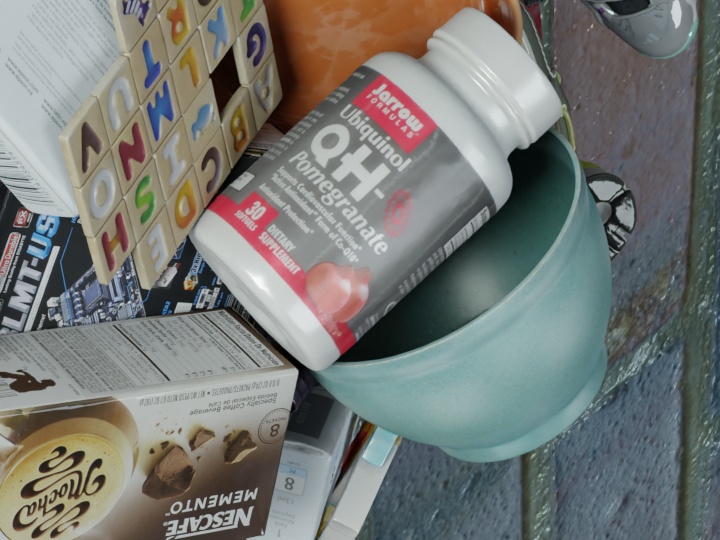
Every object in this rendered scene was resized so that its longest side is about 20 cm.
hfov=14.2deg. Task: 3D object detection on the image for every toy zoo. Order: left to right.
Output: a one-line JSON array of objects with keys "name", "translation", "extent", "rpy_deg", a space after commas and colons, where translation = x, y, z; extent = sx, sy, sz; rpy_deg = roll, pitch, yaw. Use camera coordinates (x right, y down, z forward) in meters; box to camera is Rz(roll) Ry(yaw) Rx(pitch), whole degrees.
[{"name": "toy zoo", "translation": [-0.012, 0.150, 1.854], "extent": [0.200, 0.020, 0.131], "rpy_deg": [-58, -175, 48]}]

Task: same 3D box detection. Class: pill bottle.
[{"name": "pill bottle", "translation": [0.012, -0.049, 1.581], "extent": [0.200, 0.111, 0.111], "rpy_deg": [-43, 146, -7]}]

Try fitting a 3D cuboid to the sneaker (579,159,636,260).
[{"name": "sneaker", "translation": [0.102, 0.001, 1.947], "extent": [0.200, 0.090, 0.078], "rpy_deg": [-41, 112, 10]}]

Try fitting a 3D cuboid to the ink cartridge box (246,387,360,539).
[{"name": "ink cartridge box", "translation": [-0.039, 0.154, 1.843], "extent": [0.160, 0.047, 0.200], "rpy_deg": [-68, 170, -61]}]

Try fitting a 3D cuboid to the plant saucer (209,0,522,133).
[{"name": "plant saucer", "translation": [-0.009, -0.133, 1.630], "extent": [0.200, 0.032, 0.200], "rpy_deg": [-6, 138, -5]}]

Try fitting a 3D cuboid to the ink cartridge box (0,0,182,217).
[{"name": "ink cartridge box", "translation": [-0.161, -0.162, 1.424], "extent": [0.196, 0.043, 0.200], "rpy_deg": [52, 51, -46]}]

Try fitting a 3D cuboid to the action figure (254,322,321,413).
[{"name": "action figure", "translation": [0.000, 0.000, 1.773], "extent": [0.200, 0.069, 0.130], "rpy_deg": [-38, 100, -19]}]

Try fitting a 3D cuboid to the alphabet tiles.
[{"name": "alphabet tiles", "translation": [-0.097, -0.094, 1.499], "extent": [0.167, 0.008, 0.200], "rpy_deg": [79, 31, -42]}]

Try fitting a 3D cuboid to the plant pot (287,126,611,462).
[{"name": "plant pot", "translation": [0.065, 0.025, 1.674], "extent": [0.200, 0.200, 0.134], "rpy_deg": [-46, 126, -17]}]

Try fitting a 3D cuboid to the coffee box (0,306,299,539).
[{"name": "coffee box", "translation": [-0.144, 0.095, 1.574], "extent": [0.200, 0.080, 0.113], "rpy_deg": [-6, 121, -35]}]

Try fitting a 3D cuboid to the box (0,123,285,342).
[{"name": "box", "translation": [-0.143, 0.007, 1.607], "extent": [0.198, 0.050, 0.200], "rpy_deg": [4, 115, -39]}]

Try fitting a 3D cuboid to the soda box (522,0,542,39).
[{"name": "soda box", "translation": [0.074, -0.107, 1.815], "extent": [0.063, 0.070, 0.200], "rpy_deg": [-38, 144, -23]}]

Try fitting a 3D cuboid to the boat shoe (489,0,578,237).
[{"name": "boat shoe", "translation": [0.092, -0.091, 1.731], "extent": [0.060, 0.072, 0.202], "rpy_deg": [-53, 142, -41]}]

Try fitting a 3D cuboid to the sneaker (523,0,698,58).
[{"name": "sneaker", "translation": [0.129, -0.185, 1.721], "extent": [0.200, 0.078, 0.140], "rpy_deg": [56, 35, -21]}]
